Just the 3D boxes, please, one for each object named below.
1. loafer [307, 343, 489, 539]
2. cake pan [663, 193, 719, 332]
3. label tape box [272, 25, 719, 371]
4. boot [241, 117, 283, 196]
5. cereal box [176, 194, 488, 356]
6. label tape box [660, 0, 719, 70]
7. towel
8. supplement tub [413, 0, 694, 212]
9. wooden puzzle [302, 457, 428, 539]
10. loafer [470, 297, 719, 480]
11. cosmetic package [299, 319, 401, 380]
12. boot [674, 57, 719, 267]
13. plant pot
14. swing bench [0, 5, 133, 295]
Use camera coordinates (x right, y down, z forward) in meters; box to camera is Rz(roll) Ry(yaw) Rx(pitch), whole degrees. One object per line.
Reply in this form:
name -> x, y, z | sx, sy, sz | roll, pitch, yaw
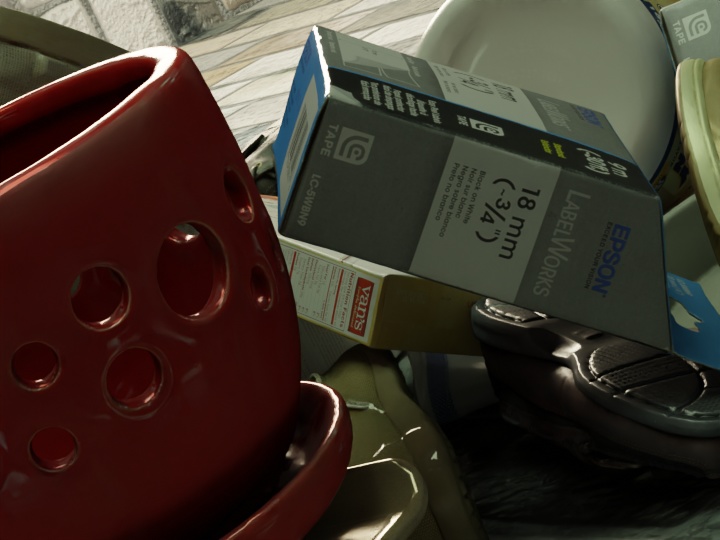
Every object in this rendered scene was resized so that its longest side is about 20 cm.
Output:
loafer -> -0.001, 0.083, 1.047 | 0.067, 0.076, 0.200 | -20, 12, -7
cake pan -> 0.209, -0.010, 1.074 | 0.200, 0.037, 0.200 | -24, 18, 8
label tape box -> 0.068, -0.030, 0.962 | 0.200, 0.063, 0.144 | 17, 15, -8
boot -> -0.060, -0.036, 1.336 | 0.174, 0.069, 0.200 | -34, 8, -32
cereal box -> 0.000, 0.000, 1.160 | 0.144, 0.040, 0.200 | 6, 10, -42
label tape box -> 0.267, -0.114, 1.172 | 0.200, 0.063, 0.144 | -21, -25, 17
towel -> 0.116, 0.016, 1.222 | 0.200, 0.024, 0.147 | -24, 13, 5
supplement tub -> 0.122, -0.093, 1.298 | 0.144, 0.145, 0.200 | -20, -5, 21
wooden puzzle -> -0.082, 0.152, 0.900 | 0.185, 0.037, 0.200 | -17, 20, 34
loafer -> 0.110, 0.057, 1.001 | 0.072, 0.063, 0.200 | -11, 17, -21
cosmetic package -> -0.045, 0.036, 1.325 | 0.113, 0.081, 0.200 | -16, 14, 34
boot -> 0.216, -0.029, 0.952 | 0.155, 0.072, 0.200 | -22, 48, 8
plant pot -> -0.113, 0.037, 0.907 | 0.200, 0.183, 0.200 | -26, 17, 9
swing bench -> -0.181, -0.012, 1.167 | 0.130, 0.199, 0.200 | 18, -6, -30
